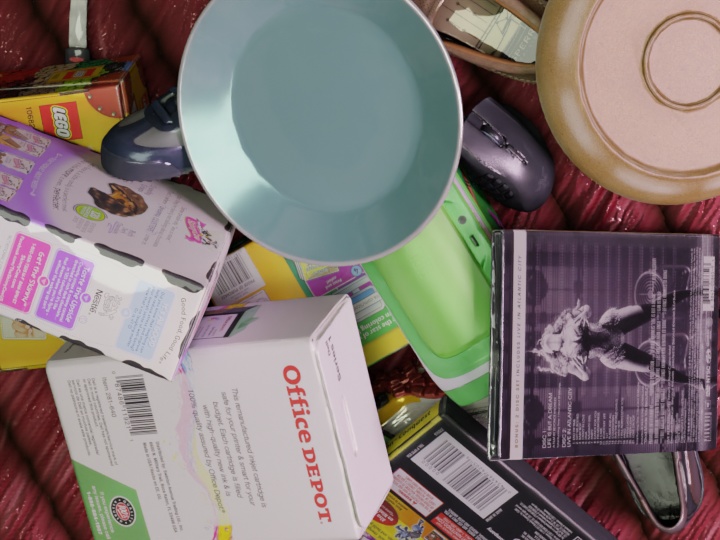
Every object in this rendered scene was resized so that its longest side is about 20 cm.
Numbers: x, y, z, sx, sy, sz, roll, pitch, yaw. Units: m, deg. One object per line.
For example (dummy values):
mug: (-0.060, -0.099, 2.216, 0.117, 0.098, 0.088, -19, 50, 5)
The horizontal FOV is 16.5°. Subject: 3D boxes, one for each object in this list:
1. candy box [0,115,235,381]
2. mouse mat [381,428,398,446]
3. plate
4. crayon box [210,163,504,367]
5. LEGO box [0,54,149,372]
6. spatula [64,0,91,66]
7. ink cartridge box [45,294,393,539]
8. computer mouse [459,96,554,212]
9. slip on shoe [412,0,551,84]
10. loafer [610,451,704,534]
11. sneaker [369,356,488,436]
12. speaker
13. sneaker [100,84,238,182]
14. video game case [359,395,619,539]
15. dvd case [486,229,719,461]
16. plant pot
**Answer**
candy box: (-0.189, -0.022, 1.609, 0.199, 0.168, 0.072, 21, 110, -2)
mouse mat: (-0.015, 0.187, 1.761, 0.160, 0.008, 0.200, 29, 121, -13)
plate: (-0.024, -0.102, 1.587, 0.199, 0.026, 0.202, 7, 109, 22)
crayon box: (0.000, 0.000, 1.734, 0.199, 0.058, 0.119, -29, 97, 13)
LEGO box: (-0.213, -0.037, 1.737, 0.148, 0.077, 0.201, -6, 108, 8)
spatula: (-0.198, -0.173, 1.745, 0.056, 0.021, 0.201, 3, 103, 5)
ink cartridge box: (-0.092, 0.104, 1.666, 0.199, 0.084, 0.146, -6, 110, 22)
computer mouse: (0.070, -0.110, 1.669, 0.200, 0.034, 0.059, 43, 74, -31)
slip on shoe: (0.051, -0.184, 1.685, 0.199, 0.061, 0.076, 30, 105, 1)
loafer: (0.189, 0.088, 1.723, 0.071, 0.063, 0.201, -21, 99, 12)
sneaker: (0.053, 0.104, 1.751, 0.199, 0.078, 0.083, -18, 116, 14)
speaker: (0.044, -0.014, 1.651, 0.088, 0.088, 0.201, -31, 96, 14)
sneaker: (-0.088, -0.128, 1.654, 0.199, 0.070, 0.082, -27, 133, -20)
video game case: (0.067, 0.201, 1.740, 0.200, 0.026, 0.181, 40, 119, -18)
dvd case: (0.164, 0.049, 1.660, 0.016, 0.199, 0.150, 2, 91, 52)
plant pot: (0.216, -0.140, 1.655, 0.199, 0.027, 0.202, -2, 102, -11)
